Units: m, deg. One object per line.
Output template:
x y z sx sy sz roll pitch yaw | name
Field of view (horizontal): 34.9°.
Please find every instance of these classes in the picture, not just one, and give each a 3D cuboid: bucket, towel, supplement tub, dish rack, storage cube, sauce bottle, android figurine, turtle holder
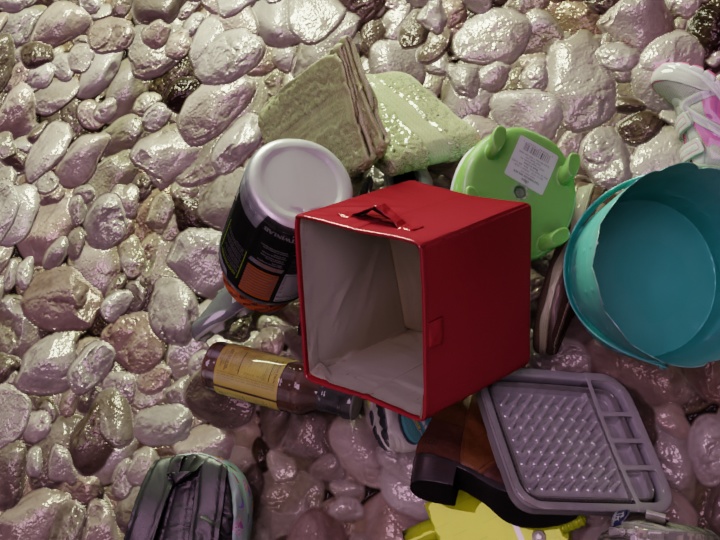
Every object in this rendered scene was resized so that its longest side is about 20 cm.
0.315 0.000 1.193 0.203 0.135 0.211 1 83 -7 | bucket
0.039 -0.181 1.357 0.146 0.037 0.200 -15 43 -27 | towel
-0.089 -0.043 1.265 0.120 0.201 0.124 9 59 -15 | supplement tub
0.214 0.184 1.190 0.044 0.197 0.173 -57 36 41 | dish rack
0.057 0.020 1.155 0.169 0.178 0.204 14 114 41 | storage cube
-0.045 -0.159 1.313 0.199 0.036 0.151 -31 70 48 | towel
-0.093 0.136 1.365 0.197 0.065 0.066 14 80 20 | sauce bottle
0.148 0.290 1.255 0.198 0.041 0.185 -25 69 13 | android figurine
0.163 -0.057 1.273 0.138 0.132 0.189 -2 80 -14 | turtle holder

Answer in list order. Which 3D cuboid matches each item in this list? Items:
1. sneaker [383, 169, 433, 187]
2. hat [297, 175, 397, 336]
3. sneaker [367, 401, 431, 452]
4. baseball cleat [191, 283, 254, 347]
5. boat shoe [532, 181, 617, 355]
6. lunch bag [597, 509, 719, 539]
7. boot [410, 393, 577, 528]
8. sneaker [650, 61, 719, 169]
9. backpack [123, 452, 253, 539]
0.074 -0.059 1.350 0.074 0.087 0.202 -32 69 5 | sneaker
0.000 0.000 1.298 0.080 0.201 0.203 26 84 -3 | hat
0.043 0.114 1.331 0.078 0.078 0.203 -2 64 -17 | sneaker
-0.140 0.000 1.396 0.199 0.070 0.107 -36 87 -17 | baseball cleat
0.250 0.001 1.282 0.074 0.075 0.205 16 80 15 | boat shoe
0.293 0.344 1.121 0.137 0.168 0.204 -1 74 18 | lunch bag
0.160 0.173 1.257 0.185 0.069 0.202 6 50 16 | boot
0.386 -0.149 1.272 0.088 0.081 0.201 -40 66 2 | sneaker
-0.197 0.312 1.318 0.164 0.127 0.204 4 75 7 | backpack
